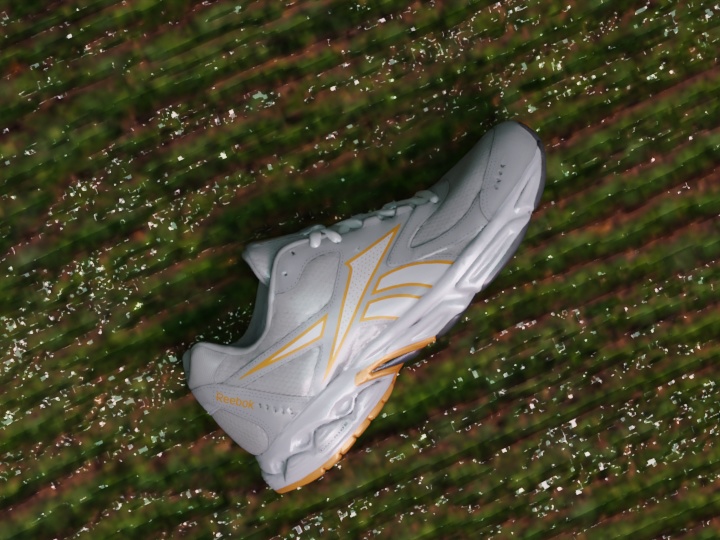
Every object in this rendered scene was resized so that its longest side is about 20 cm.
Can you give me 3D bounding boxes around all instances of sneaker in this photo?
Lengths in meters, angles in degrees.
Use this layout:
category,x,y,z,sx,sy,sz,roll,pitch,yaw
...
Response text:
category,x,y,z,sx,sy,sz,roll,pitch,yaw
sneaker,0.000,0.000,0.759,0.092,0.076,0.200,41,87,-4
